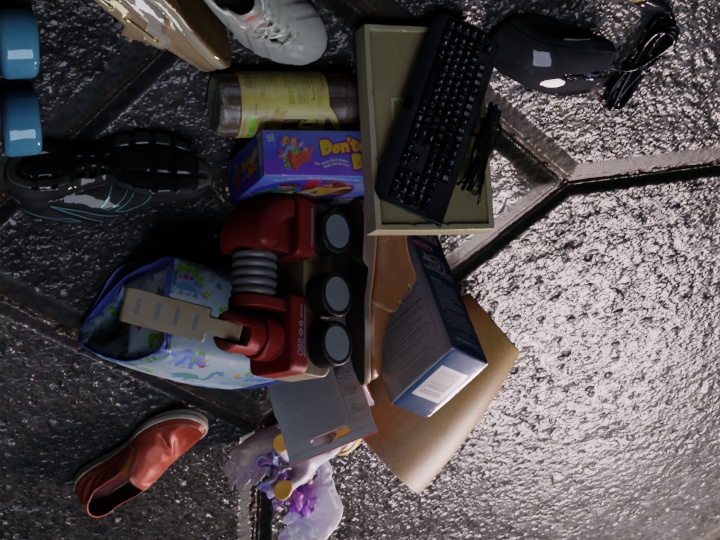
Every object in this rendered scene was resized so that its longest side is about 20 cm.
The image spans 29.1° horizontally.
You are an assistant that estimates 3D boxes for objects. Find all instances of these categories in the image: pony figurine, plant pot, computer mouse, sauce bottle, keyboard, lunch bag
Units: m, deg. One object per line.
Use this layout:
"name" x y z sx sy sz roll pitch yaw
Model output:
"pony figurine" -0.068 0.239 1.697 0.193 0.167 0.200 -41 168 -1
"plant pot" 0.083 0.126 1.645 0.200 0.187 0.186 -42 136 3
"computer mouse" 0.235 -0.226 1.405 0.199 0.046 0.141 13 130 -32
"sauce bottle" -0.046 -0.162 1.350 0.198 0.065 0.065 -3 136 -17
"keyboard" 0.091 -0.143 1.313 0.103 0.201 0.040 22 165 -15
"lunch bag" -0.188 0.065 1.497 0.169 0.129 0.199 16 157 -33

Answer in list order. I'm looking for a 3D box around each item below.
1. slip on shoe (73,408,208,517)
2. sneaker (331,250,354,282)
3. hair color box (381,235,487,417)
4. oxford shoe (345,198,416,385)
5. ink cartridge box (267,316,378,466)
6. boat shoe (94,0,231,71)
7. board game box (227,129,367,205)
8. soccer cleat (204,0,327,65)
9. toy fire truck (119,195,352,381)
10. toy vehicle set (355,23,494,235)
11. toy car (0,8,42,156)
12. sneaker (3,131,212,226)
"slip on shoe" -0.265 0.236 1.693 0.199 0.061 0.074 -34 135 13
"sneaker" 0.000 0.000 1.508 0.198 0.105 0.060 -19 -176 10
"hair color box" 0.060 0.048 1.512 0.060 0.201 0.100 24 123 -38
"oxford shoe" 0.024 0.025 1.450 0.071 0.071 0.202 -2 109 -20
"ink cartridge box" -0.047 0.132 1.561 0.108 0.201 0.050 -22 139 3
"boat shoe" -0.191 -0.237 1.218 0.069 0.074 0.200 -24 139 23
"board game box" -0.020 -0.101 1.388 0.198 0.045 0.134 -1 171 -20
"soccer cleat" -0.097 -0.235 1.236 0.069 0.078 0.200 -46 133 10
"toy fire truck" -0.120 0.013 1.369 0.128 0.178 0.199 -11 163 41
"toy vehicle set" 0.062 -0.135 1.337 0.123 0.202 0.026 0 171 -20
"toy car" -0.359 -0.111 1.180 0.183 0.201 0.178 -5 137 -17
"sneaker" -0.245 -0.087 1.361 0.198 0.076 0.079 -1 147 -10
